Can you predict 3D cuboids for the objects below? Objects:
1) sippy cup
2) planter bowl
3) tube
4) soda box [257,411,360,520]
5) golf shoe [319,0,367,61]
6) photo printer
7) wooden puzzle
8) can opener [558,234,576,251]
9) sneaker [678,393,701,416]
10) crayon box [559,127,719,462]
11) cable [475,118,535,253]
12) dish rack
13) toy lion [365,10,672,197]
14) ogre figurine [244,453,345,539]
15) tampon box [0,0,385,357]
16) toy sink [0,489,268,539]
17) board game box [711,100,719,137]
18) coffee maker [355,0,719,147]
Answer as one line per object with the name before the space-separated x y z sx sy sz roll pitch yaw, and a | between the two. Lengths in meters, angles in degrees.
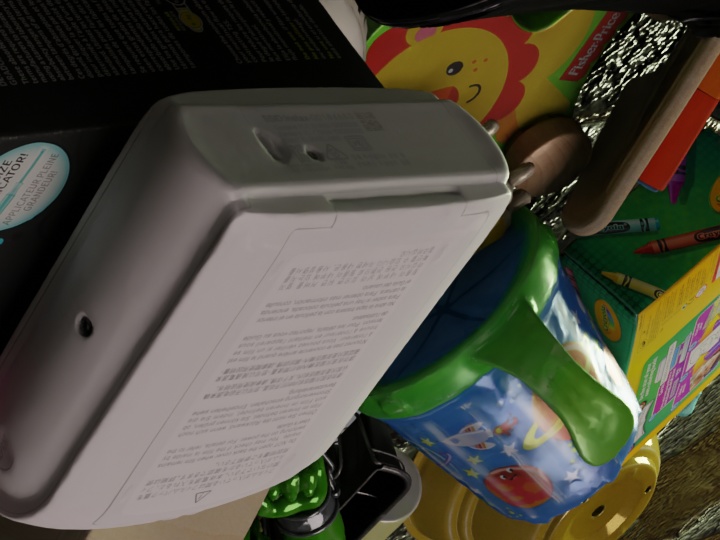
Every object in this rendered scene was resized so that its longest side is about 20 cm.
sippy cup | 0.074 0.057 1.089 0.139 0.178 0.130 -31 117 21
planter bowl | 0.129 0.128 1.326 0.200 0.084 0.201 -29 146 -21
tube | -0.015 0.168 1.342 0.058 0.052 0.200 -40 173 -28
soda box | -0.045 0.094 1.238 0.068 0.064 0.201 -14 147 -38
golf shoe | -0.042 -0.048 0.948 0.078 0.098 0.201 7 139 -9
photo printer | -0.051 0.021 0.807 0.166 0.070 0.200 -7 141 -46
wooden puzzle | 0.188 -0.123 1.098 0.200 0.037 0.185 -55 -178 37
can opener | 0.131 0.020 1.327 0.199 0.067 0.053 -24 153 -11
sneaker | 0.157 0.089 1.448 0.199 0.091 0.078 -23 150 -26
crayon box | 0.164 0.025 1.181 0.119 0.058 0.201 -39 156 -22
cable | 0.000 0.000 1.016 0.200 0.050 0.097 -45 142 -10
dish rack | -0.091 0.113 1.145 0.199 0.055 0.154 18 131 -29
toy lion | 0.058 -0.112 1.038 0.191 0.069 0.200 2 135 -41
ogre figurine | -0.084 0.156 1.085 0.199 0.098 0.120 -31 123 9
tampon box | -0.119 -0.051 0.831 0.199 0.127 0.150 -10 144 -42
toy sink | -0.164 0.084 0.985 0.113 0.199 0.130 -61 151 -15
board game box | 0.261 -0.131 1.177 0.200 0.062 0.200 -47 160 -16
coffee maker | 0.102 -0.150 0.871 0.199 0.193 0.135 -10 160 -40
